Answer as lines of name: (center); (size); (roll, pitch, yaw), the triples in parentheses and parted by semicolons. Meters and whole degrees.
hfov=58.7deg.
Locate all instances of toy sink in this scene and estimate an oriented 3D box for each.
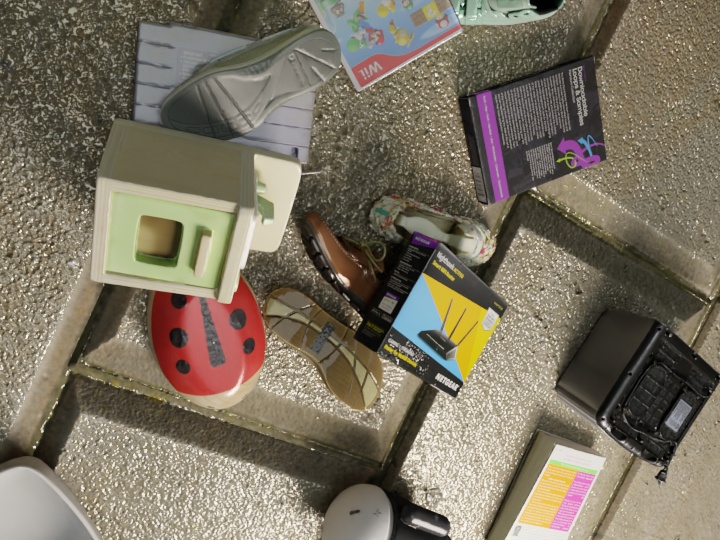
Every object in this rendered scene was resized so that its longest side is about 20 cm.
toy sink: (-0.166, -0.053, 0.664); (0.197, 0.113, 0.131); (10, 130, -18)

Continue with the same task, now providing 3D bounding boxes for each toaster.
toaster: (0.420, 0.184, 0.973); (0.180, 0.119, 0.201); (34, 89, -23)

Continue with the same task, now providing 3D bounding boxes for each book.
book: (0.296, 0.366, 1.012); (0.132, 0.048, 0.202); (22, 95, -26)

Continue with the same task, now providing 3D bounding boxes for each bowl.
bowl: (-0.400, 0.315, 0.718); (0.198, 0.075, 0.202); (-29, 110, -12)

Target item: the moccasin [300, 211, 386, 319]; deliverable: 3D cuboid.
moccasin: (0.001, 0.000, 0.794); (0.078, 0.074, 0.202); (-46, 114, -8)

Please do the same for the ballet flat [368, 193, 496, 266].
ballet flat: (0.103, -0.043, 0.828); (0.197, 0.064, 0.077); (13, 97, -24)

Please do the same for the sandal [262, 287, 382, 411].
sandal: (-0.047, 0.095, 0.812); (0.200, 0.054, 0.081); (44, 77, -17)

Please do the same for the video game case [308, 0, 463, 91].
video game case: (0.009, -0.325, 0.715); (0.141, 0.018, 0.201); (-25, 113, 16)

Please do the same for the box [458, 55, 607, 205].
box: (0.235, -0.188, 0.859); (0.197, 0.036, 0.145); (-20, 110, -14)

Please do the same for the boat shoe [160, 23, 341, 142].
boat shoe: (-0.118, -0.201, 0.679); (0.200, 0.065, 0.075); (-31, 131, -5)

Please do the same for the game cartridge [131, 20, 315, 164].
game cartridge: (-0.148, -0.195, 0.713); (0.197, 0.038, 0.132); (4, 98, -21)

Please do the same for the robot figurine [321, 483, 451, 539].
robot figurine: (0.040, 0.374, 0.871); (0.199, 0.124, 0.152); (33, 82, -25)

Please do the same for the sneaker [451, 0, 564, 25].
sneaker: (0.140, -0.326, 0.743); (0.197, 0.118, 0.075); (-6, 107, -18)

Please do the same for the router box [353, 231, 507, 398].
router box: (0.096, 0.063, 0.817); (0.199, 0.051, 0.151); (35, 84, -46)

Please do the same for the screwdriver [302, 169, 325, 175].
screwdriver: (-0.136, -0.111, 0.742); (0.197, 0.028, 0.030); (-13, 78, -19)

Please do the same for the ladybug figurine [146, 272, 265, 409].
ladybug figurine: (-0.176, 0.074, 0.746); (0.134, 0.072, 0.203); (-19, 109, -15)
